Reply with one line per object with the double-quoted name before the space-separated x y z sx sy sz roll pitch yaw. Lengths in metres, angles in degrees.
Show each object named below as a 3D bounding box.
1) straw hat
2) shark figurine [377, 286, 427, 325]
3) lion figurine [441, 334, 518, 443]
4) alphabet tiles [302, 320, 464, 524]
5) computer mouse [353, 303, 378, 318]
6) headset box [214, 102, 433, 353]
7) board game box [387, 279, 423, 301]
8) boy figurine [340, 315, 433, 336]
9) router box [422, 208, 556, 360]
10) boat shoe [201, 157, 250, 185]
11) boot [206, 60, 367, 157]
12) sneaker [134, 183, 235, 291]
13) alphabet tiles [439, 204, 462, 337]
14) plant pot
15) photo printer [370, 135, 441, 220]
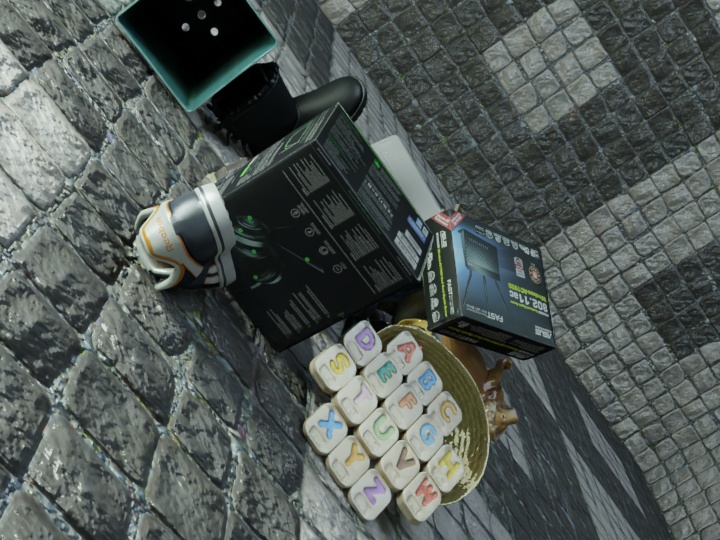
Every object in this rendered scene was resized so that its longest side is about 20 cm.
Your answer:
"straw hat" 0.046 0.168 1.134 0.200 0.085 0.203 19 58 -33
"shark figurine" 0.075 0.117 1.489 0.090 0.127 0.216 -71 150 -43
"lion figurine" 0.147 0.123 1.362 0.201 0.072 0.122 57 36 -9
"alphabet tiles" 0.030 0.156 1.056 0.195 0.015 0.201 -37 94 -45
"computer mouse" 0.000 0.000 1.283 0.201 0.034 0.059 -103 -169 -61
"headset box" -0.058 -0.036 1.027 0.175 0.199 0.093 52 29 -17
"board game box" 0.051 -0.003 1.449 0.200 0.149 0.048 34 54 -62
"boy figurine" 0.050 0.094 1.330 0.123 0.065 0.199 16 4 26
"router box" 0.167 0.022 1.338 0.199 0.062 0.152 18 57 -40
"boat shoe" -0.113 -0.086 1.208 0.075 0.073 0.200 59 12 11
"boot" -0.097 -0.223 1.350 0.074 0.197 0.163 60 6 29
"sneaker" -0.156 -0.022 0.901 0.079 0.079 0.200 65 -11 9
"alphabet tiles" 0.129 0.001 1.432 0.201 0.007 0.169 -65 143 -50
"plant pot" -0.205 -0.316 1.295 0.142 0.141 0.200 52 6 -21
"photo printer" 0.035 -0.096 1.604 0.201 0.165 0.070 61 -7 23
